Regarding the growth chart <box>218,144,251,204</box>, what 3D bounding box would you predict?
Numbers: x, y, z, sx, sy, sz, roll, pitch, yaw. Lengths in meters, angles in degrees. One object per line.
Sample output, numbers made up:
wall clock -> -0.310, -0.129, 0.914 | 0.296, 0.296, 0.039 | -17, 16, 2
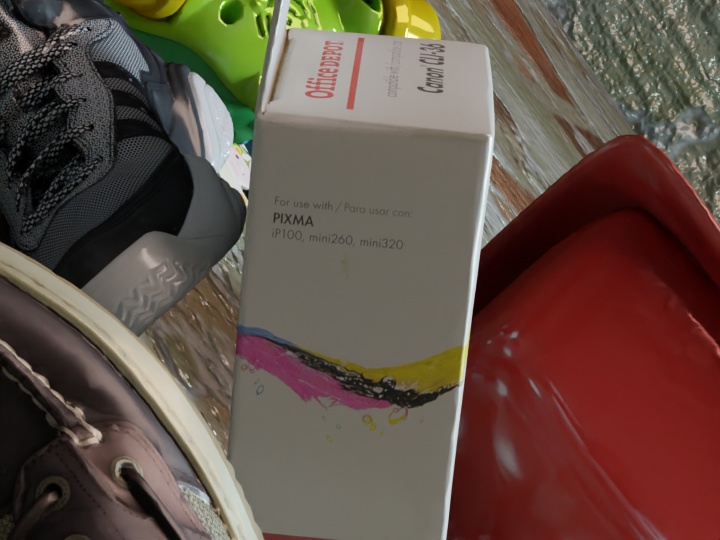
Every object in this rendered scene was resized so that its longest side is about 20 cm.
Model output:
growth chart -> -0.064, -0.081, 1.242 | 0.145, 0.018, 0.200 | 57, 12, 14

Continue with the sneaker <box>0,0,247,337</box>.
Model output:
sneaker -> -0.098, -0.042, 0.850 | 0.114, 0.075, 0.200 | 45, 12, -15

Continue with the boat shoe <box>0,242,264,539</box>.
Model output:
boat shoe -> -0.061, 0.073, 0.639 | 0.200, 0.072, 0.065 | 51, 24, -3

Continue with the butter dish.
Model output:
butter dish -> 0.075, 0.086, 1.010 | 0.200, 0.148, 0.200 | 55, -31, 6

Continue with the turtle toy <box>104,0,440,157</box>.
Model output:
turtle toy -> -0.068, -0.113, 1.092 | 0.146, 0.101, 0.200 | 15, 30, -34

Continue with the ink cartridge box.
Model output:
ink cartridge box -> 0.000, 0.000, 0.824 | 0.116, 0.067, 0.200 | -87, -178, -72
